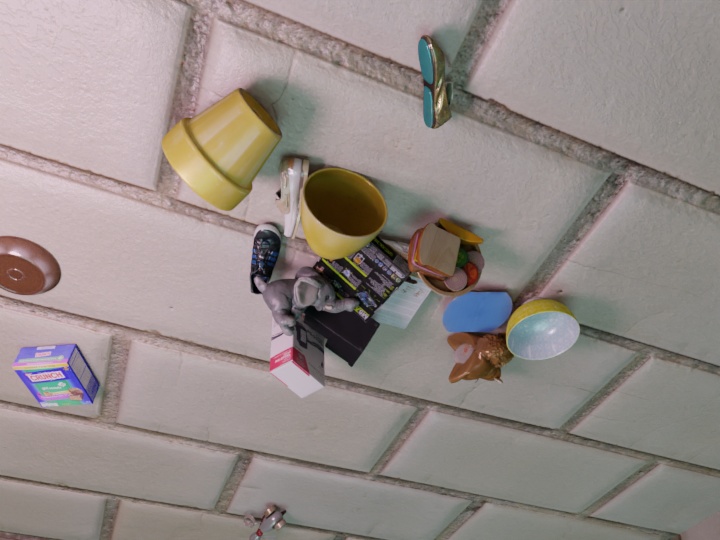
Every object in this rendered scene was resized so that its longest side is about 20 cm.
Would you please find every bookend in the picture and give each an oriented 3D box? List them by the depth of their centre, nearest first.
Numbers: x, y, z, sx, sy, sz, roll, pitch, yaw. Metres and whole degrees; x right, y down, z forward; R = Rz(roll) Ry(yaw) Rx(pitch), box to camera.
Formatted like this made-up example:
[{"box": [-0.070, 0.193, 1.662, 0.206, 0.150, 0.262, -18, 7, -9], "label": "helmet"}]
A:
[{"box": [-0.065, 0.152, 1.731, 0.197, 0.093, 0.200, 34, 159, 4], "label": "bookend"}]

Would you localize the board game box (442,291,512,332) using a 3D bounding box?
[{"box": [0.317, 0.102, 1.752, 0.196, 0.039, 0.160, 0, 133, -12], "label": "board game box"}]

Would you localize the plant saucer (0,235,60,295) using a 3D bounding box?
[{"box": [-0.872, 0.000, 1.621, 0.196, 0.037, 0.203, 0, 134, 0], "label": "plant saucer"}]

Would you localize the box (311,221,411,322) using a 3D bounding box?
[{"box": [0.000, 0.000, 1.583, 0.199, 0.048, 0.194, 41, 127, 0], "label": "box"}]

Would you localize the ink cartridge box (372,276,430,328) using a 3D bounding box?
[{"box": [0.089, 0.062, 1.701, 0.160, 0.058, 0.202, 16, 127, -16], "label": "ink cartridge box"}]

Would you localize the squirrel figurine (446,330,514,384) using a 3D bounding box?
[{"box": [0.368, 0.259, 1.837, 0.198, 0.143, 0.186, -31, 135, 30], "label": "squirrel figurine"}]

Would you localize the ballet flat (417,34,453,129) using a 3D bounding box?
[{"box": [0.155, -0.381, 1.275, 0.069, 0.071, 0.202, -6, 133, 5], "label": "ballet flat"}]

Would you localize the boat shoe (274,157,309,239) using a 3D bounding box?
[{"box": [-0.163, -0.167, 1.462, 0.067, 0.075, 0.203, 8, 123, -8], "label": "boat shoe"}]

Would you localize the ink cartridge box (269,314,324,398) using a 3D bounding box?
[{"box": [-0.170, 0.218, 1.735, 0.083, 0.202, 0.145, -28, 129, 20], "label": "ink cartridge box"}]

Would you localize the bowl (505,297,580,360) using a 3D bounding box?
[{"box": [0.487, 0.141, 1.743, 0.196, 0.109, 0.202, -1, 134, -1], "label": "bowl"}]

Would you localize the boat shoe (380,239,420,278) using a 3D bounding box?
[{"box": [0.098, -0.037, 1.592, 0.197, 0.070, 0.072, 22, 123, 7], "label": "boat shoe"}]

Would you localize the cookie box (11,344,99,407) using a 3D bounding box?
[{"box": [-0.900, 0.315, 1.892, 0.168, 0.076, 0.202, -4, 133, 3], "label": "cookie box"}]

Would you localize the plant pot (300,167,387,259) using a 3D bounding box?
[{"box": [-0.053, -0.108, 1.438, 0.196, 0.203, 0.143, 13, 139, -14], "label": "plant pot"}]

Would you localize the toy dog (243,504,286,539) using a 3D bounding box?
[{"box": [-0.368, 1.023, 2.573, 0.198, 0.134, 0.096, -27, 168, 28], "label": "toy dog"}]

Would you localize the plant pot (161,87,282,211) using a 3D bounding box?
[{"box": [-0.268, -0.258, 1.297, 0.188, 0.202, 0.200, -41, 124, 12], "label": "plant pot"}]

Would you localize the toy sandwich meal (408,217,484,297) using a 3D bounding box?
[{"box": [0.211, -0.036, 1.518, 0.201, 0.209, 0.070, 13, 162, -14], "label": "toy sandwich meal"}]

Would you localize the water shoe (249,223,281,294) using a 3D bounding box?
[{"box": [-0.238, -0.023, 1.586, 0.070, 0.080, 0.202, 7, 133, -8], "label": "water shoe"}]

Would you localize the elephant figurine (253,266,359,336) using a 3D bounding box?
[{"box": [-0.130, 0.056, 1.573, 0.198, 0.142, 0.156, -31, 144, 0], "label": "elephant figurine"}]
